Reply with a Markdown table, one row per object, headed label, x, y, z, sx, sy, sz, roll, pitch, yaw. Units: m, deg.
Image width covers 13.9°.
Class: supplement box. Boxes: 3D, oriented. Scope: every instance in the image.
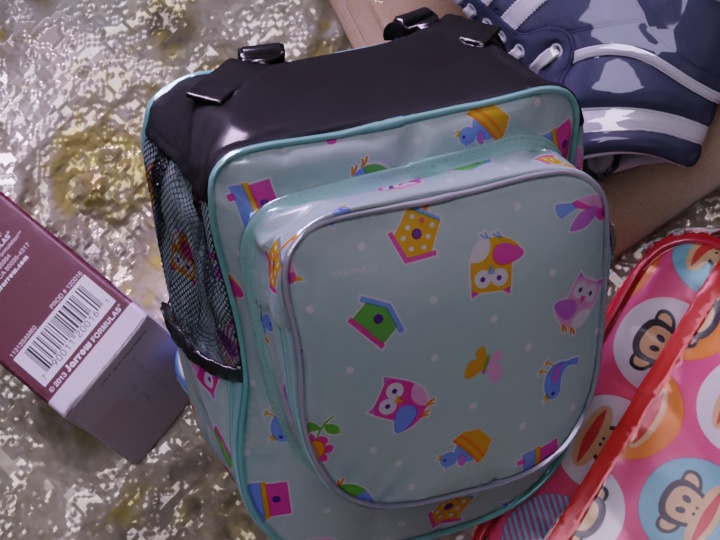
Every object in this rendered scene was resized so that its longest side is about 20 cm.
| label | x | y | z | sx | sy | sz | roll | pitch | yaw |
| --- | --- | --- | --- | --- | --- | --- | --- | --- | --- |
| supplement box | -0.170 | -0.003 | 1.339 | 0.200 | 0.109 | 0.061 | 39 | 86 | 20 |

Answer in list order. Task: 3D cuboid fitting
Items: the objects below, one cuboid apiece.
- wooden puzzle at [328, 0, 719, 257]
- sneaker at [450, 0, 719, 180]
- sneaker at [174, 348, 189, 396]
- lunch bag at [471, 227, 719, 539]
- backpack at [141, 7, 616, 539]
| label | x | y | z | sx | sy | sz | roll | pitch | yaw |
| --- | --- | --- | --- | --- | --- | --- | --- | --- | --- |
| wooden puzzle | 0.094 | -0.108 | 1.322 | 0.185 | 0.046 | 0.201 | -35 | 74 | 23 |
| sneaker | 0.070 | -0.105 | 1.270 | 0.199 | 0.070 | 0.109 | 18 | 96 | 24 |
| sneaker | 0.000 | 0.000 | 1.297 | 0.200 | 0.077 | 0.076 | -46 | 68 | 12 |
| lunch bag | 0.140 | 0.089 | 1.262 | 0.176 | 0.082 | 0.201 | 29 | 84 | 23 |
| backpack | 0.012 | 0.018 | 1.196 | 0.175 | 0.201 | 0.153 | -14 | 36 | -20 |
